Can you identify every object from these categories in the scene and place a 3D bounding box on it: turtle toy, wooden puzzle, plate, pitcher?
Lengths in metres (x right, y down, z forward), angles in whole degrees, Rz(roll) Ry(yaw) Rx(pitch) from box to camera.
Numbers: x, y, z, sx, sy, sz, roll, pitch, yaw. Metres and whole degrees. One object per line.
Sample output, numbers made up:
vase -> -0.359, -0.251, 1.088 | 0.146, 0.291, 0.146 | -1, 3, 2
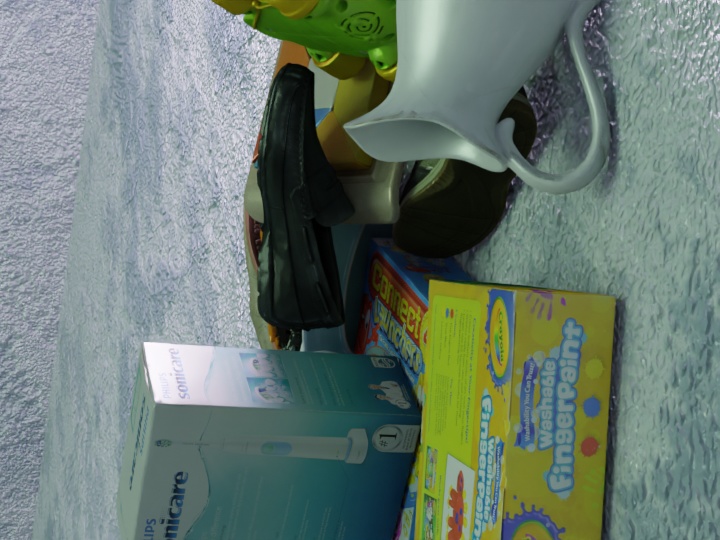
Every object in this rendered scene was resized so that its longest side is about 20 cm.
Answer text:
turtle toy -> -0.031, -0.208, 1.258 | 0.199, 0.145, 0.102 | 16, 81, 51
wooden puzzle -> -0.020, -0.137, 1.348 | 0.184, 0.037, 0.202 | 2, 80, 50
plate -> 0.000, 0.000, 1.445 | 0.200, 0.025, 0.202 | 12, -90, -73
pitcher -> 0.098, -0.157, 1.141 | 0.121, 0.170, 0.202 | 53, -124, -74

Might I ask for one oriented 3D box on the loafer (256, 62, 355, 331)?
loafer -> -0.038, -0.052, 1.294 | 0.068, 0.070, 0.202 | -58, -29, -68

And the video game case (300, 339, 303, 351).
video game case -> -0.033, 0.085, 1.546 | 0.143, 0.017, 0.201 | -58, -13, -48

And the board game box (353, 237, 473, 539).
board game box -> 0.045, 0.098, 1.353 | 0.200, 0.055, 0.198 | -131, 46, -66

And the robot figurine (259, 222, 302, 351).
robot figurine -> -0.057, -0.001, 1.534 | 0.200, 0.058, 0.146 | 94, 168, -62

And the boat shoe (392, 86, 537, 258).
boat shoe -> 0.076, -0.080, 1.277 | 0.201, 0.071, 0.066 | 119, 161, -55

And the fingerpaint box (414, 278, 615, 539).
fingerpaint box -> 0.098, 0.110, 1.150 | 0.167, 0.073, 0.202 | -175, 88, -74

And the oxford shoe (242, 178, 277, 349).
oxford shoe -> -0.087, 0.003, 1.676 | 0.075, 0.070, 0.202 | -27, 67, 56

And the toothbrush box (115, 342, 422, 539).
toothbrush box -> -0.070, 0.140, 1.291 | 0.085, 0.198, 0.148 | -116, 33, -57

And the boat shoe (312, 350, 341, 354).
boat shoe -> -0.038, 0.144, 1.391 | 0.201, 0.071, 0.066 | 109, 164, -47
